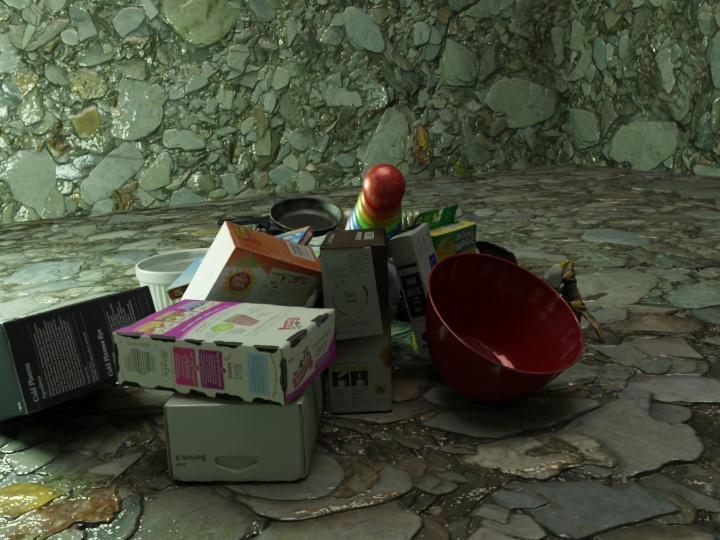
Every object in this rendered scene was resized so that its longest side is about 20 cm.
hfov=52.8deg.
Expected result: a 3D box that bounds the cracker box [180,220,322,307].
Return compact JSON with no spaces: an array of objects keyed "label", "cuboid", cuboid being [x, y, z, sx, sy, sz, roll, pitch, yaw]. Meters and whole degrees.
[{"label":"cracker box","cuboid":[-0.153,0.047,0.920,0.132,0.201,0.058,16,28,-37]}]

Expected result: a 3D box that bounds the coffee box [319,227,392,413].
[{"label":"coffee box","cuboid":[-0.002,0.058,0.900,0.078,0.205,0.115,-3,13,2]}]

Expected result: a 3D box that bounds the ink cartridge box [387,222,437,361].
[{"label":"ink cartridge box","cuboid":[0.091,0.044,0.975,0.039,0.204,0.099,-15,7,20]}]

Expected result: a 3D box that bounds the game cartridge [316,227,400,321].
[{"label":"game cartridge","cuboid":[0.000,0.000,1.048,0.128,0.039,0.201,31,21,-5]}]

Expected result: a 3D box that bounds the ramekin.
[{"label":"ramekin","cuboid":[-0.296,0.031,1.302,0.195,0.107,0.200,-4,14,1]}]

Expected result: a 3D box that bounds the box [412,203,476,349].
[{"label":"box","cuboid":[0.126,0.009,1.078,0.048,0.205,0.116,8,17,40]}]

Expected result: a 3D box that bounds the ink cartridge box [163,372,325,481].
[{"label":"ink cartridge box","cuboid":[-0.119,0.148,0.808,0.142,0.089,0.200,-2,15,4]}]

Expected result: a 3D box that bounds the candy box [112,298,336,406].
[{"label":"candy box","cuboid":[-0.139,0.081,0.768,0.196,0.062,0.136,2,14,21]}]

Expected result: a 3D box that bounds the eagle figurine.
[{"label":"eagle figurine","cuboid":[0.247,0.032,1.053,0.196,0.154,0.151,-2,22,-30]}]

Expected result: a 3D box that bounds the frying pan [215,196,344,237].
[{"label":"frying pan","cuboid":[-0.106,-0.068,1.070,0.114,0.031,0.188,28,38,34]}]

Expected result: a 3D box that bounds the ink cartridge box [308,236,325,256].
[{"label":"ink cartridge box","cuboid":[-0.062,-0.015,1.448,0.143,0.090,0.199,-12,14,-31]}]

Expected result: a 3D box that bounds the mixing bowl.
[{"label":"mixing bowl","cuboid":[0.155,0.084,0.878,0.196,0.110,0.202,14,38,-11]}]

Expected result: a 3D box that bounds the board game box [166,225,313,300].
[{"label":"board game box","cuboid":[-0.169,-0.011,1.022,0.196,0.020,0.103,-15,23,20]}]

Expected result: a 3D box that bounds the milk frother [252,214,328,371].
[{"label":"milk frother","cuboid":[-0.098,0.026,1.069,0.185,0.205,0.179,6,12,33]}]

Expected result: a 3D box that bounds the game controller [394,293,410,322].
[{"label":"game controller","cuboid":[0.054,0.051,1.124,0.198,0.042,0.104,15,25,-46]}]

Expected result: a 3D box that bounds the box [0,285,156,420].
[{"label":"box","cuboid":[-0.368,0.104,0.893,0.198,0.106,0.180,-18,0,45]}]

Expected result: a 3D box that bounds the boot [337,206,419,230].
[{"label":"boot","cuboid":[0.028,-0.007,1.196,0.151,0.204,0.072,0,26,-1]}]

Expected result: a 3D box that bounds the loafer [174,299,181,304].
[{"label":"loafer","cuboid":[-0.229,0.067,1.012,0.198,0.069,0.075,-32,-39,26]}]

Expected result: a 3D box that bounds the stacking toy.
[{"label":"stacking toy","cuboid":[0.022,-0.080,0.960,0.083,0.087,0.200,-4,-17,-3]}]
